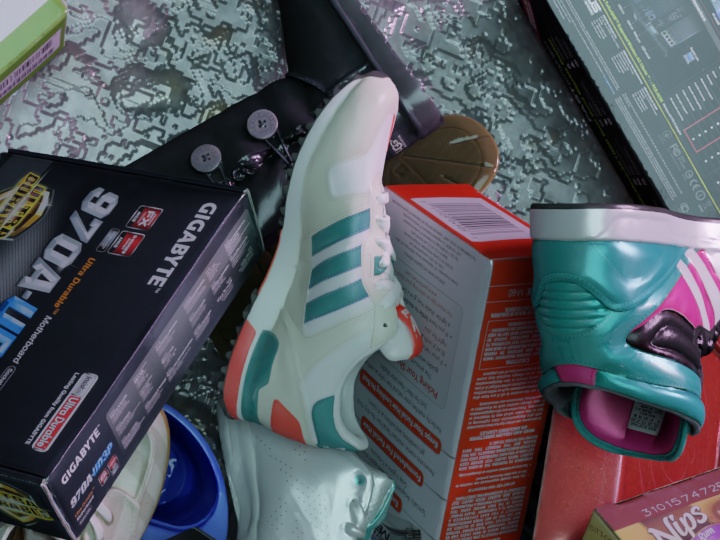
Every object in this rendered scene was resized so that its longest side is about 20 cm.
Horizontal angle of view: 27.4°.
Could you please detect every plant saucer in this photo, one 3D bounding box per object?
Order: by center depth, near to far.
[{"bbox_3d":[0.167,0.094,0.839,0.199,0.037,0.201,38,58,-50],"label":"plant saucer"}]

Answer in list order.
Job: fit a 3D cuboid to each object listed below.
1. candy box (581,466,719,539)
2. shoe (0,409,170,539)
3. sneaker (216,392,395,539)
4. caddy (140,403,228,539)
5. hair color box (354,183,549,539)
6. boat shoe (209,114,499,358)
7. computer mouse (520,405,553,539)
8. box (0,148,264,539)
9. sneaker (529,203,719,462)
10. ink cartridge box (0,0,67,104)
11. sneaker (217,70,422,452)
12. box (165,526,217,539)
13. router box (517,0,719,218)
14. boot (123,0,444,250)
[{"bbox_3d":[0.153,0.195,0.777,0.116,0.201,0.057,-12,43,-29],"label":"candy box"},{"bbox_3d":[-0.152,0.149,0.720,0.070,0.053,0.201,32,85,-15],"label":"shoe"},{"bbox_3d":[-0.018,0.142,0.794,0.088,0.075,0.201,-18,66,9],"label":"sneaker"},{"bbox_3d":[-0.171,0.124,0.797,0.199,0.105,0.142,19,80,-11],"label":"caddy"},{"bbox_3d":[0.048,0.065,0.810,0.064,0.111,0.201,-2,114,-31],"label":"hair color box"},{"bbox_3d":[0.002,-0.009,0.872,0.201,0.066,0.072,-40,70,-3],"label":"boat shoe"},{"bbox_3d":[0.121,0.146,0.897,0.138,0.053,0.201,-13,97,-25],"label":"computer mouse"},{"bbox_3d":[-0.162,0.028,0.739,0.158,0.046,0.200,11,49,25],"label":"box"},{"bbox_3d":[0.152,0.033,0.737,0.199,0.083,0.122,5,89,-46],"label":"sneaker"},{"bbox_3d":[-0.281,-0.161,0.814,0.148,0.076,0.200,-44,95,-13],"label":"ink cartridge box"},{"bbox_3d":[0.000,0.000,0.773,0.093,0.070,0.201,23,98,14],"label":"sneaker"},{"bbox_3d":[-0.145,0.244,0.707,0.199,0.047,0.194,-18,127,-47],"label":"box"},{"bbox_3d":[0.212,-0.129,0.924,0.149,0.062,0.201,-31,96,-4],"label":"router box"},{"bbox_3d":[-0.075,-0.087,0.862,0.200,0.066,0.165,-36,59,3],"label":"boot"}]
